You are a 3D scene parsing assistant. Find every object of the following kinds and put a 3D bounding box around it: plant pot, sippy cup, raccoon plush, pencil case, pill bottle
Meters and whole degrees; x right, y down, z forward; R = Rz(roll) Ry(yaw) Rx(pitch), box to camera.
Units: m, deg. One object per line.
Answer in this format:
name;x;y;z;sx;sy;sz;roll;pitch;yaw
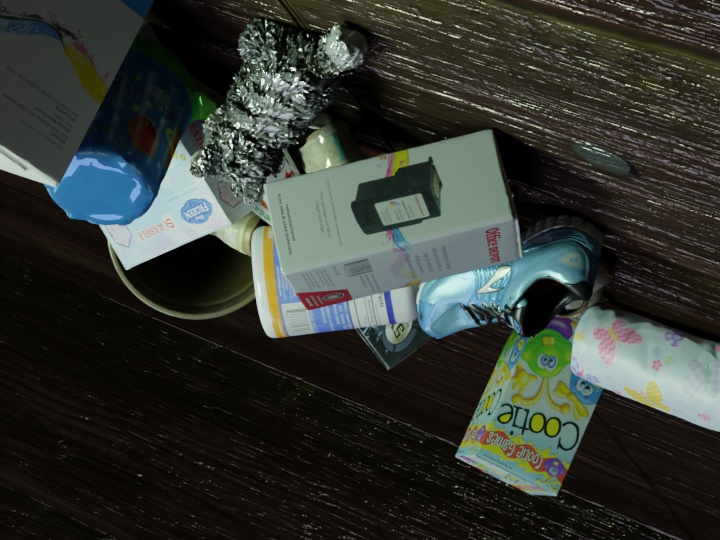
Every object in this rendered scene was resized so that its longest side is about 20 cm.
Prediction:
plant pot;-0.187;-0.059;1.976;0.199;0.201;0.174;27;-173;-10
sippy cup;-0.217;-0.115;1.495;0.177;0.131;0.140;-18;134;25
raccoon plush;-0.075;-0.130;1.394;0.096;0.135;0.200;28;170;-7
pencil case;0.312;0.095;1.746;0.199;0.091;0.083;18;154;35
pill bottle;0.000;0.000;1.677;0.199;0.113;0.112;-8;166;4

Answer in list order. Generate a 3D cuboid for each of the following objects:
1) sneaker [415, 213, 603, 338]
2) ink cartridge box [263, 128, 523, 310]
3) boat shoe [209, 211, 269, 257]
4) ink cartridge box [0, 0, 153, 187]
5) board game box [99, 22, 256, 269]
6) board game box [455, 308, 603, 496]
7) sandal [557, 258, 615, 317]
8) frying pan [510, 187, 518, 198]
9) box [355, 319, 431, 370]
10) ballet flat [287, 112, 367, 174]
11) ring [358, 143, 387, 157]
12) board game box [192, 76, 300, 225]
sneaker;0.130;0.022;1.573;0.199;0.090;0.078;-26;137;34
ink cartridge box;0.031;-0.040;1.470;0.199;0.083;0.146;-14;165;3
boat shoe;-0.092;-0.063;1.799;0.063;0.074;0.201;21;-156;18
ink cartridge box;-0.289;-0.196;1.395;0.147;0.201;0.144;16;166;42
board game box;-0.216;-0.114;1.662;0.199;0.041;0.200;-18;105;50
board game box;0.199;0.136;1.902;0.103;0.201;0.105;26;170;-6
sandal;0.205;0.018;1.700;0.081;0.055;0.200;26;172;-1
frying pan;0.035;-0.060;1.563;0.115;0.190;0.031;44;-158;-30
box;0.014;0.017;1.837;0.164;0.086;0.200;53;179;3
ballet flat;-0.040;-0.120;1.604;0.063;0.067;0.200;69;165;-13
ring;0.045;-0.076;1.722;0.199;0.019;0.200;24;170;4
board game box;-0.107;-0.104;1.646;0.200;0.035;0.127;37;160;55
